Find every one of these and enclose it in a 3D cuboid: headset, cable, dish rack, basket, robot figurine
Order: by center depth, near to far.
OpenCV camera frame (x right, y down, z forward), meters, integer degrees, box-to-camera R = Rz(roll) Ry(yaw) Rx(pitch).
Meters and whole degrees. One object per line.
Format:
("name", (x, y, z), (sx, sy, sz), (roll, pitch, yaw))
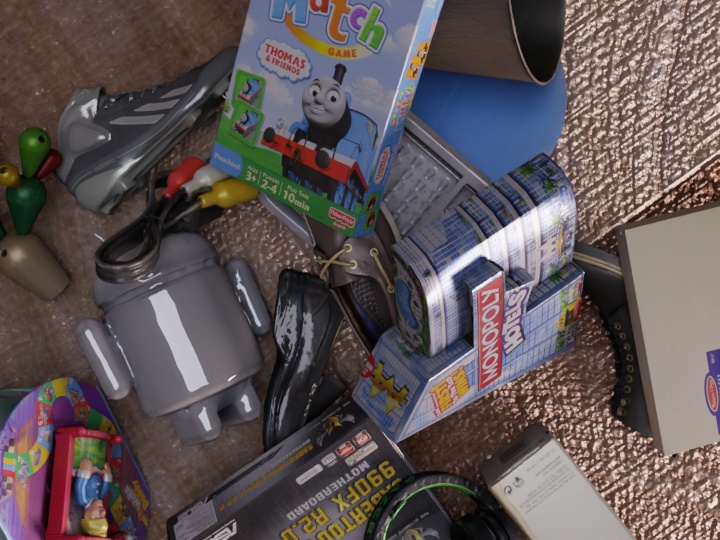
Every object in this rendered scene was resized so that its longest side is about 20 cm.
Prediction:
("basket", (0.049, -0.231, 0.902), (0.200, 0.180, 0.136), (4, 52, 27))
("headset", (0.095, 0.253, 0.910), (0.200, 0.094, 0.124), (44, 72, -14))
("cable", (-0.161, -0.053, 0.910), (0.097, 0.200, 0.050), (20, 119, 21))
("robot figurine", (-0.156, 0.047, 0.953), (0.169, 0.113, 0.200), (-23, 89, -36))
("dish rack", (0.019, -0.068, 0.954), (0.200, 0.044, 0.172), (40, 131, 1))

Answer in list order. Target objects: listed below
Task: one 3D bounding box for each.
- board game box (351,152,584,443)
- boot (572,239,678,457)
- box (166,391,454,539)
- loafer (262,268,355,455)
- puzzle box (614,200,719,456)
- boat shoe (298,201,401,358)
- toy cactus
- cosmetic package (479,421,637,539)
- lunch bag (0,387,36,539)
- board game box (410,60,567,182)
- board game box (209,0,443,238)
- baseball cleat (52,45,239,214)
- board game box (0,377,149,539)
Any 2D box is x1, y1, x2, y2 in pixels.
("board game box", (0.085, 0.037, 0.880), (0.200, 0.200, 0.062), (-33, 55, -20))
("boot", (0.226, 0.065, 0.970), (0.200, 0.077, 0.138), (26, 95, 2))
("box", (-0.039, 0.218, 0.949), (0.200, 0.048, 0.158), (-34, 119, 1))
("loafer", (-0.046, 0.101, 0.974), (0.072, 0.073, 0.200), (6, 91, -3))
("puzzle box", (0.293, 0.045, 0.928), (0.133, 0.025, 0.200), (-13, 102, -6))
("boat shoe", (0.000, 0.000, 0.940), (0.072, 0.060, 0.200), (-17, 110, 38))
("toy cactus", (-0.325, -0.040, 0.974), (0.200, 0.102, 0.165), (-39, 114, 6))
("cosmetic package", (0.193, 0.233, 0.954), (0.073, 0.104, 0.200), (-38, 88, 1))
("lunch bag", (-0.320, 0.187, 0.914), (0.122, 0.200, 0.171), (-4, 91, 1))
("board game box", (0.080, -0.144, 0.986), (0.200, 0.039, 0.158), (27, 88, 11))
("board game box", (-0.030, -0.147, 0.868), (0.151, 0.037, 0.200), (28, 113, 25))
("baseball cleat", (-0.191, -0.143, 0.976), (0.200, 0.070, 0.106), (-45, 90, 0))
("board game box", (-0.219, 0.185, 0.916), (0.039, 0.158, 0.200), (-7, 117, 26))
